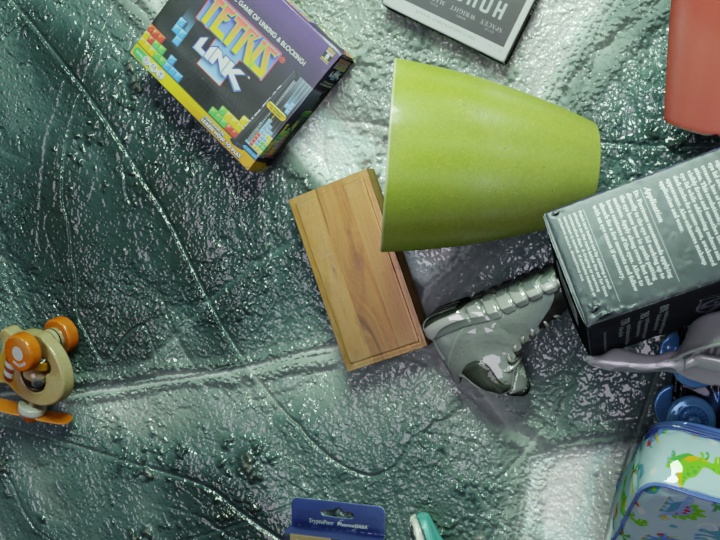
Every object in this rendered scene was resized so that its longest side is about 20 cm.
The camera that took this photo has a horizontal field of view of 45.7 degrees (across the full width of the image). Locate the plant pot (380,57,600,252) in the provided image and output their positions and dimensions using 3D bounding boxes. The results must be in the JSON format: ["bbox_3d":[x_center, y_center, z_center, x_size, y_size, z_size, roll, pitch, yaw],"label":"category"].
[{"bbox_3d":[0.124,-0.104,0.834,0.198,0.187,0.189,4,97,1],"label":"plant pot"}]

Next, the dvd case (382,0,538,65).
[{"bbox_3d":[0.129,-0.336,0.875,0.150,0.025,0.201,29,102,13],"label":"dvd case"}]

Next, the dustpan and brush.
[{"bbox_3d":[0.298,0.073,0.732,0.198,0.140,0.058,9,68,22],"label":"dustpan and brush"}]

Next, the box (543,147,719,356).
[{"bbox_3d":[0.269,-0.016,0.725,0.199,0.148,0.105,-21,70,9],"label":"box"}]

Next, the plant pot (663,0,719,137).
[{"bbox_3d":[0.357,-0.204,0.742,0.199,0.200,0.179,15,110,15],"label":"plant pot"}]

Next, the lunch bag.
[{"bbox_3d":[0.323,0.221,0.787,0.159,0.201,0.083,14,57,14],"label":"lunch bag"}]

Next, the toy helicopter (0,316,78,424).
[{"bbox_3d":[-0.440,0.135,1.084,0.198,0.079,0.133,-4,103,28],"label":"toy helicopter"}]

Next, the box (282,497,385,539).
[{"bbox_3d":[-0.030,0.370,0.991,0.120,0.032,0.202,1,95,17],"label":"box"}]

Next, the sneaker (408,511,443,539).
[{"bbox_3d":[0.122,0.343,0.931,0.079,0.078,0.201,-37,89,-2],"label":"sneaker"}]

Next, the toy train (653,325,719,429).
[{"bbox_3d":[0.351,0.089,0.820,0.113,0.087,0.202,6,95,7],"label":"toy train"}]

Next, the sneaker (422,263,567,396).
[{"bbox_3d":[0.172,0.067,0.883,0.199,0.075,0.116,-22,94,27],"label":"sneaker"}]

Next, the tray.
[{"bbox_3d":[0.000,0.000,0.942,0.098,0.037,0.202,-19,90,18],"label":"tray"}]

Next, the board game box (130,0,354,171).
[{"bbox_3d":[-0.133,-0.238,0.949,0.200,0.057,0.166,44,107,9],"label":"board game box"}]
